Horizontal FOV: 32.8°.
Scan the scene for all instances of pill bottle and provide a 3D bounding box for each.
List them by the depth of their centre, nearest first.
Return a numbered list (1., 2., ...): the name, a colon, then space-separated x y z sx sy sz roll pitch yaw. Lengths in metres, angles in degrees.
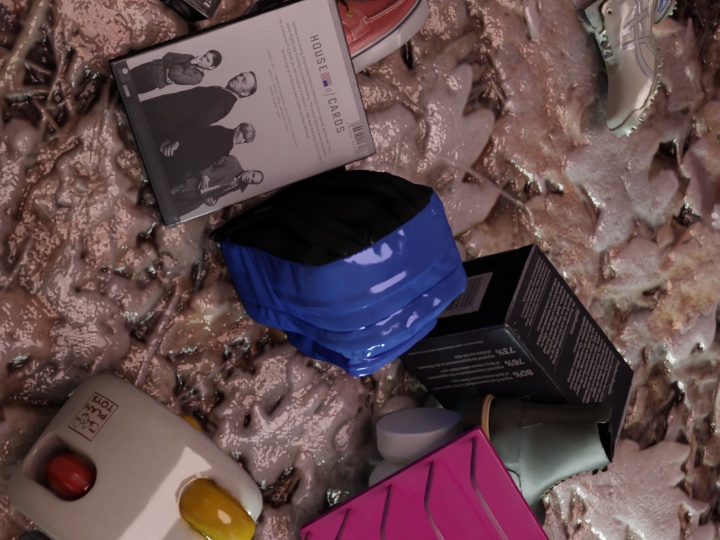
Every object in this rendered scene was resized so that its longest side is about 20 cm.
1. pill bottle: 0.066 0.243 1.192 0.112 0.112 0.203 -12 102 -31

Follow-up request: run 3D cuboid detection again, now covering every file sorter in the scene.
1. file sorter: 0.054 0.261 1.076 0.199 0.125 0.140 -31 95 12

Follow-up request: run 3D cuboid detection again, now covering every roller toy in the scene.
1. roller toy: -0.176 0.176 0.984 0.182 0.200 0.140 36 73 -1

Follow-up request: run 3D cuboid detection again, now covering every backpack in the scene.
1. backpack: 0.000 0.000 1.070 0.162 0.199 0.169 -38 114 -24

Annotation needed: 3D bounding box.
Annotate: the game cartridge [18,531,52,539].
1. game cartridge: -0.221 0.320 1.004 0.041 0.133 0.202 -23 108 -27

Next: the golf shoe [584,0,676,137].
1. golf shoe: 0.275 -0.246 1.308 0.096 0.078 0.203 14 82 -16

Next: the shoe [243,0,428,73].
1. shoe: -0.028 -0.224 1.101 0.199 0.071 0.092 -36 119 -19

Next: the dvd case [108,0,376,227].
1. dvd case: -0.098 -0.139 1.049 0.198 0.025 0.152 -20 113 -9

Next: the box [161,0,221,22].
1. box: -0.172 -0.331 1.014 0.199 0.043 0.162 33 78 -31

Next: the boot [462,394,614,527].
1. boot: 0.185 0.196 1.160 0.201 0.137 0.078 63 33 -44

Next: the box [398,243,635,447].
1. box: 0.151 0.089 1.196 0.200 0.147 0.105 49 49 -28
